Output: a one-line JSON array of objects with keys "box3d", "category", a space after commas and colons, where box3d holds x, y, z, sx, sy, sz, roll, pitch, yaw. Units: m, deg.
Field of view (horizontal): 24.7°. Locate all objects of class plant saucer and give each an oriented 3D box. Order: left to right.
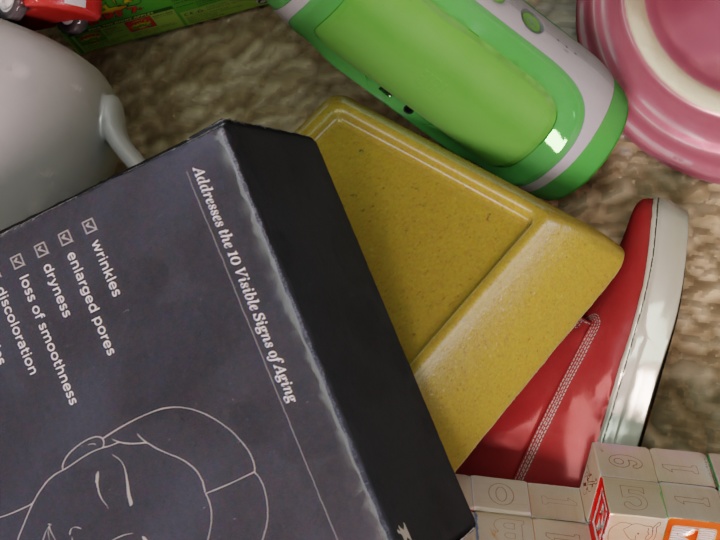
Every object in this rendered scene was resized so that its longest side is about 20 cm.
[{"box3d": [0.000, 0.000, 0.833, 0.200, 0.048, 0.200, 30, 63, 26], "category": "plant saucer"}, {"box3d": [0.219, -0.148, 0.905, 0.200, 0.051, 0.201, -2, 78, 7], "category": "plant saucer"}]

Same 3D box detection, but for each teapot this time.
[{"box3d": [-0.222, -0.045, 0.866, 0.197, 0.200, 0.146, 17, 74, -27], "category": "teapot"}]

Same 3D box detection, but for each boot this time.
[{"box3d": [0.090, 0.043, 0.877, 0.144, 0.072, 0.200, 17, 85, 13], "category": "boot"}]

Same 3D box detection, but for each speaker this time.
[{"box3d": [0.044, -0.121, 0.866, 0.200, 0.088, 0.089, 34, 84, -19], "category": "speaker"}]

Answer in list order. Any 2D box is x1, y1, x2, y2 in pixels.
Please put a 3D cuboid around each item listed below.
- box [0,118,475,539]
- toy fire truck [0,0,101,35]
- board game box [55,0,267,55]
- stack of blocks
[{"box3d": [-0.085, 0.066, 0.723, 0.196, 0.124, 0.200, -24, 84, 18], "category": "box"}, {"box3d": [-0.216, -0.193, 0.884, 0.200, 0.049, 0.141, -1, 86, 40], "category": "toy fire truck"}, {"box3d": [-0.084, -0.185, 0.931, 0.200, 0.102, 0.048, -14, 75, 5], "category": "board game box"}, {"box3d": [0.120, 0.148, 0.804, 0.199, 0.059, 0.115, 7, 119, -3], "category": "stack of blocks"}]
